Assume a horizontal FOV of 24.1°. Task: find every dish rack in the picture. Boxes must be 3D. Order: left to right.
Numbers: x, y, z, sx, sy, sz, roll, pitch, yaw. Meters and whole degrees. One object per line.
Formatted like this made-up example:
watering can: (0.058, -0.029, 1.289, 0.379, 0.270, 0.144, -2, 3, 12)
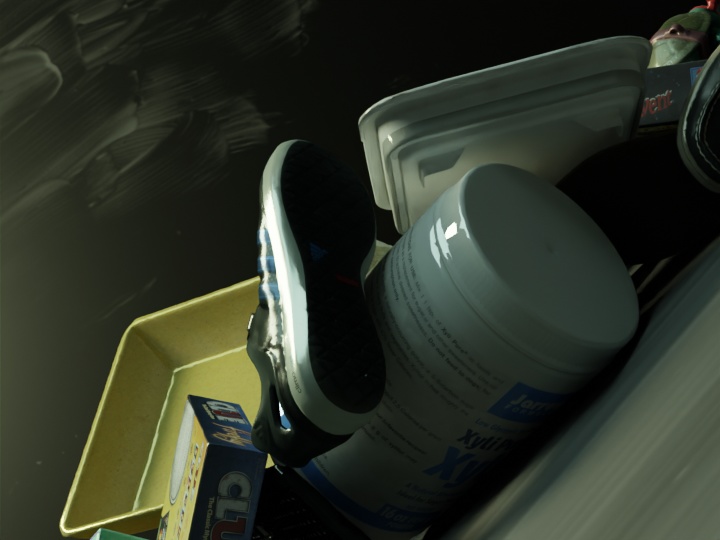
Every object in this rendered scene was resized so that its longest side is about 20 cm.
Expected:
dish rack: (0.091, -0.067, 1.005, 0.170, 0.044, 0.200, -15, -15, 0)

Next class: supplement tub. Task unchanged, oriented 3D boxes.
supplement tub: (0.046, 0.051, 0.952, 0.200, 0.132, 0.132, -47, 0, 34)

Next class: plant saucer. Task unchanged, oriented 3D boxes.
plant saucer: (-0.093, 0.094, 1.149, 0.199, 0.049, 0.201, -19, 37, 27)

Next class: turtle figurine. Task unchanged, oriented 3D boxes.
turtle figurine: (0.263, -0.149, 1.327, 0.200, 0.101, 0.150, -54, 4, -36)

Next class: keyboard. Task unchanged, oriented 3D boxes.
keyboard: (-0.037, 0.162, 0.955, 0.040, 0.104, 0.200, -50, 2, -17)

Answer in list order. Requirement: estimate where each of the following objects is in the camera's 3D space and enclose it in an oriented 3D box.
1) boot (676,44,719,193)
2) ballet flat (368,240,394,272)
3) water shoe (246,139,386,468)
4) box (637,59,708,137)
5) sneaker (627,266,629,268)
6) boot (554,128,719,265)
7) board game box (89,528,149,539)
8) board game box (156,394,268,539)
boot: (0.259, -0.131, 0.884, 0.200, 0.073, 0.151, -41, -1, -14)
ballet flat: (0.000, 0.000, 1.083, 0.067, 0.062, 0.200, -43, -14, 9)
water shoe: (-0.037, 0.013, 0.909, 0.079, 0.071, 0.201, -44, 34, 33)
box: (0.160, -0.106, 1.144, 0.199, 0.038, 0.136, -6, -1, 20)
sneaker: (0.111, 0.026, 1.086, 0.200, 0.071, 0.080, -38, 16, -8)
boot: (0.143, -0.036, 1.002, 0.199, 0.074, 0.075, -27, 10, 25)
board game box: (-0.161, 0.263, 0.921, 0.152, 0.045, 0.201, 134, 147, -51)
board game box: (-0.096, 0.182, 0.940, 0.135, 0.034, 0.202, -147, 68, -77)
